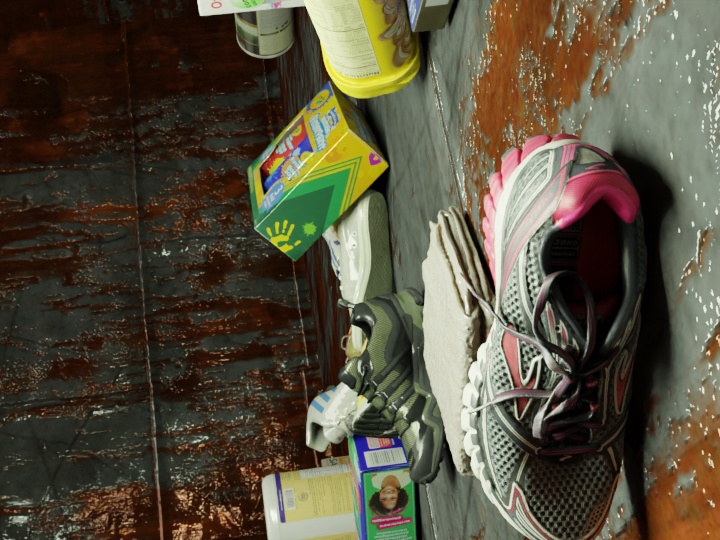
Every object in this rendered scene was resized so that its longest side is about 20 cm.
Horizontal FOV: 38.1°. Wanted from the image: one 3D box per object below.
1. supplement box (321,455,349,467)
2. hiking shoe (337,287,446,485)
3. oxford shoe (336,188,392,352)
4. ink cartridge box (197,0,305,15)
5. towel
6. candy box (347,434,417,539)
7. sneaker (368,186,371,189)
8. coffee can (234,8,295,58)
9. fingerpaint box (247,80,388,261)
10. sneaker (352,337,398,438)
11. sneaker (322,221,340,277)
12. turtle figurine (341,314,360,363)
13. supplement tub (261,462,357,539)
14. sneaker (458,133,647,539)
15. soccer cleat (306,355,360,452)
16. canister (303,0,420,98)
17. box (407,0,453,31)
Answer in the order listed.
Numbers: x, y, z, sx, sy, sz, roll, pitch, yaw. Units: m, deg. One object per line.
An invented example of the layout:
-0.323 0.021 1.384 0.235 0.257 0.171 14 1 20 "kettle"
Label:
-0.040 0.539 2.359 0.126 0.073 0.201 -123 27 -76 "supplement box"
0.029 0.120 1.057 0.076 0.100 0.201 98 164 -71 "hiking shoe"
0.000 0.000 1.287 0.075 0.058 0.201 -12 -78 -59 "oxford shoe"
-0.085 -0.377 1.095 0.147 0.199 0.147 99 163 -71 "ink cartridge box"
0.077 0.060 0.846 0.133 0.034 0.201 -103 8 -49 "towel"
0.029 0.308 1.398 0.169 0.077 0.201 -110 14 -69 "candy box"
-0.005 -0.109 1.396 0.078 0.066 0.200 48 168 -9 "sneaker"
-0.229 -0.623 2.470 0.200 0.146 0.147 93 168 -62 "coffee can"
-0.061 -0.131 1.308 0.073 0.167 0.200 39 -165 -24 "fingerpaint box"
0.033 0.127 1.227 0.200 0.078 0.091 99 172 -49 "sneaker"
-0.022 -0.031 1.475 0.200 0.075 0.089 -112 22 -72 "sneaker"
0.005 0.098 1.440 0.161 0.064 0.201 131 132 -82 "turtle figurine"
-0.047 0.377 1.616 0.145 0.199 0.146 173 90 -84 "supplement tub"
0.090 0.041 0.479 0.075 0.080 0.201 -121 25 -71 "sneaker"
-0.008 0.174 1.337 0.200 0.070 0.087 -44 24 48 "soccer cleat"
-0.009 -0.250 0.855 0.200 0.086 0.149 57 -158 -73 "canister"
0.043 -0.295 0.768 0.121 0.032 0.201 109 151 -77 "box"
